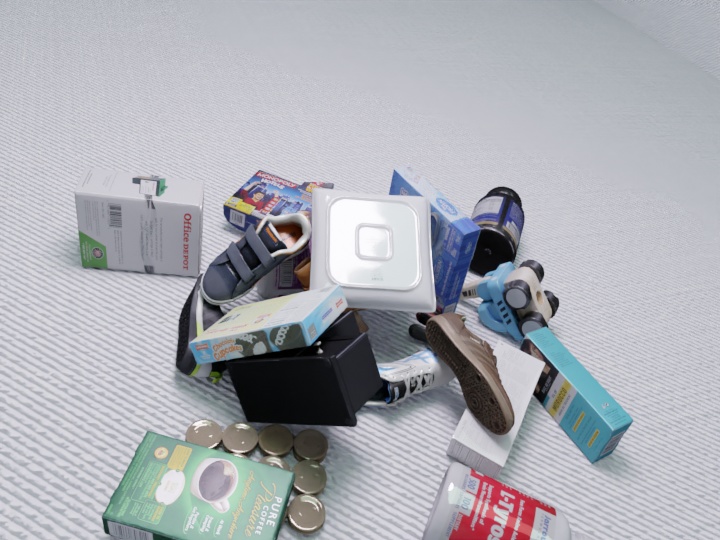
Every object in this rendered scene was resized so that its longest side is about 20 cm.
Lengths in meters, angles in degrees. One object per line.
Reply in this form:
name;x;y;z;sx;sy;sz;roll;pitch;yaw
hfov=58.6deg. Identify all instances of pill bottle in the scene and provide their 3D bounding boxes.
pill bottle;0.274;-0.087;1.303;0.109;0.114;0.201;21;39;9
pill bottle;0.181;0.325;0.775;0.196;0.114;0.113;22;39;11
pill bottle;-0.078;-0.012;1.104;0.194;0.114;0.114;-1;40;-19

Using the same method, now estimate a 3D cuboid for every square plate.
square plate;0.020;-0.038;0.991;0.194;0.029;0.203;4;65;-9

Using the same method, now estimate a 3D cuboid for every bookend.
bookend;-0.044;0.118;0.883;0.196;0.094;0.198;-8;17;39

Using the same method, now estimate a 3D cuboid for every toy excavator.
toy excavator;0.227;0.041;1.152;0.100;0.197;0.198;-43;108;-48

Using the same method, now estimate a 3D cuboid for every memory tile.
memory tile;-0.139;0.264;0.831;0.194;0.017;0.155;7;39;-8

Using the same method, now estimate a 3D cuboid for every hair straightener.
hair straightener;0.166;0.141;1.064;0.197;0.041;0.077;30;53;11

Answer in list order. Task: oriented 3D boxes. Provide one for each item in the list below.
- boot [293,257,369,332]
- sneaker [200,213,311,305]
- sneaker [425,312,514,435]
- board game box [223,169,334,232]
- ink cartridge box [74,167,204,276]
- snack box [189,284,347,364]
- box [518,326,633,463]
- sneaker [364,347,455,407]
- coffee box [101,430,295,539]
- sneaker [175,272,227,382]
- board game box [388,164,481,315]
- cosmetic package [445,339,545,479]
boot;0.000;0.000;1.040;0.200;0.156;0.073;-43;18;-19
sneaker;-0.160;-0.027;0.981;0.198;0.080;0.079;-37;83;-21
sneaker;0.175;0.138;0.931;0.074;0.071;0.202;-12;55;-31
board game box;-0.137;-0.119;1.258;0.196;0.063;0.201;22;38;10
ink cartridge box;-0.361;-0.079;1.072;0.194;0.149;0.085;6;37;-11
snack box;-0.127;0.075;0.881;0.196;0.038;0.116;-13;16;30
box;0.325;0.190;1.006;0.048;0.084;0.201;-12;45;-28
sneaker;0.064;0.168;0.960;0.194;0.074;0.073;-9;28;-17
coffee box;-0.185;0.274;0.756;0.194;0.045;0.124;14;39;1
sneaker;-0.233;0.092;0.986;0.081;0.072;0.203;22;36;-25
board game box;0.111;-0.045;1.130;0.043;0.204;0.199;-17;47;-29
cosmetic package;0.204;0.204;0.959;0.081;0.051;0.201;27;50;13
